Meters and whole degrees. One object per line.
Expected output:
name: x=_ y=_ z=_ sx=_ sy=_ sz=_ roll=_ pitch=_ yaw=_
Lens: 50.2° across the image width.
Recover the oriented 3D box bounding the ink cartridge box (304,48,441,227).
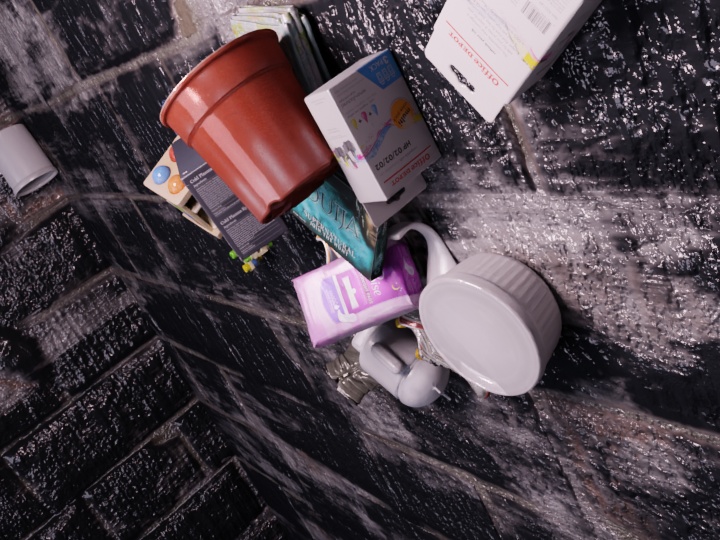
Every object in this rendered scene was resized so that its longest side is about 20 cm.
ink cartridge box: x=0.028 y=-0.170 z=1.014 sx=0.068 sy=0.115 sz=0.201 roll=2 pitch=127 yaw=57

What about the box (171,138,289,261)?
box: x=-0.231 y=-0.149 z=1.346 sx=0.183 sy=0.104 sz=0.200 roll=56 pitch=180 yaw=-32

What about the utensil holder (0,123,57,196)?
utensil holder: x=-1.208 y=-0.394 z=2.736 sx=0.201 sy=0.169 sz=0.170 roll=57 pitch=154 yaw=-5

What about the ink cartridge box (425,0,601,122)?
ink cartridge box: x=0.149 y=-0.252 z=0.760 sx=0.117 sy=0.067 sz=0.200 roll=49 pitch=153 yaw=7

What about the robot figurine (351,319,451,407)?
robot figurine: x=0.077 y=0.163 z=1.368 sx=0.199 sy=0.114 sz=0.169 roll=37 pitch=-169 yaw=28

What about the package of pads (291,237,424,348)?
package of pads: x=-0.004 y=0.035 z=1.225 sx=0.198 sy=0.076 sz=0.122 roll=-23 pitch=83 yaw=23

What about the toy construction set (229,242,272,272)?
toy construction set: x=-0.268 y=-0.092 z=1.653 sx=0.200 sy=0.092 sz=0.131 roll=47 pitch=157 yaw=-15

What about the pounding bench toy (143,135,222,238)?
pounding bench toy: x=-0.299 y=-0.156 z=1.507 sx=0.199 sy=0.125 sz=0.156 roll=30 pitch=171 yaw=36

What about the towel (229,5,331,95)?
towel: x=-0.110 y=-0.300 z=1.158 sx=0.171 sy=0.048 sz=0.202 roll=25 pitch=143 yaw=49

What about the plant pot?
plant pot: x=-0.135 y=-0.185 z=1.054 sx=0.196 sy=0.200 sz=0.201 roll=52 pitch=155 yaw=0

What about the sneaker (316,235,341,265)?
sneaker: x=0.000 y=0.000 z=1.306 sx=0.079 sy=0.078 sz=0.201 roll=-32 pitch=89 yaw=28

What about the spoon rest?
spoon rest: x=0.116 y=-0.003 z=1.169 sx=0.200 sy=0.061 sz=0.099 roll=50 pitch=159 yaw=-28

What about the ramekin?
ramekin: x=0.185 y=0.067 z=1.067 sx=0.201 sy=0.094 sz=0.204 roll=31 pitch=144 yaw=26

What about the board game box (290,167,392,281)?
board game box: x=-0.035 y=-0.093 z=1.156 sx=0.200 sy=0.028 sz=0.136 roll=40 pitch=142 yaw=31

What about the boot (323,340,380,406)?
boot: x=0.031 y=0.215 z=1.483 sx=0.200 sy=0.131 sz=0.068 roll=40 pitch=170 yaw=26

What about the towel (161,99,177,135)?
towel: x=-0.325 y=-0.292 z=1.524 sx=0.199 sy=0.048 sz=0.112 roll=13 pitch=136 yaw=53

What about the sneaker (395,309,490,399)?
sneaker: x=0.136 y=0.128 z=1.240 sx=0.200 sy=0.082 sz=0.078 roll=49 pitch=-172 yaw=14
